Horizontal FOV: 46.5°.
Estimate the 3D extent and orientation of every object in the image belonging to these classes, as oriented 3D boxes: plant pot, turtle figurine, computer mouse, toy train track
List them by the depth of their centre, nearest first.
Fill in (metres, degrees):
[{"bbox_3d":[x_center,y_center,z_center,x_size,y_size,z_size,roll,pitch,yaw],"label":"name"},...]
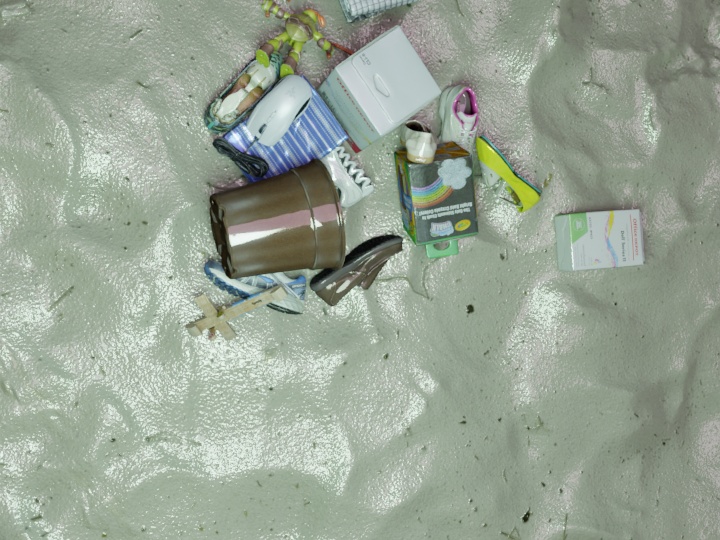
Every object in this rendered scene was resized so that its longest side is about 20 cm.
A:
[{"bbox_3d":[-0.151,-0.080,1.460,0.197,0.200,0.201,-13,93,-18],"label":"plant pot"},{"bbox_3d":[-0.167,-0.266,1.496,0.110,0.044,0.200,39,101,-1],"label":"computer mouse"},{"bbox_3d":[-0.223,0.078,1.498,0.199,0.033,0.115,-23,125,13],"label":"toy train track"},{"bbox_3d":[-0.110,-0.425,1.536,0.200,0.064,0.162,36,62,-15],"label":"turtle figurine"}]

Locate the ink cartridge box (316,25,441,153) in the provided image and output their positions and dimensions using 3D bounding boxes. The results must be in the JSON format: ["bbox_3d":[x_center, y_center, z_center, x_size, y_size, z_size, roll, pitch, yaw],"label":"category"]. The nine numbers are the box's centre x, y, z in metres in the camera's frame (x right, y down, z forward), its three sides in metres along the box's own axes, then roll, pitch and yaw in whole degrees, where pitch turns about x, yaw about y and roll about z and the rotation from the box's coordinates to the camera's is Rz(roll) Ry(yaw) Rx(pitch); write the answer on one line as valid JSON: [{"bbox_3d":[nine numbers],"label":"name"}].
[{"bbox_3d":[0.027,-0.323,1.520,0.144,0.200,0.146,-37,98,-11],"label":"ink cartridge box"}]

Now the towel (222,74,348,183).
[{"bbox_3d":[-0.141,-0.241,1.528,0.200,0.024,0.145,-35,93,12],"label":"towel"}]

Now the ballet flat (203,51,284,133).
[{"bbox_3d":[-0.206,-0.330,1.532,0.074,0.074,0.200,40,81,-10],"label":"ballet flat"}]

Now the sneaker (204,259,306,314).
[{"bbox_3d":[-0.189,0.013,1.540,0.199,0.077,0.086,22,75,-20],"label":"sneaker"}]

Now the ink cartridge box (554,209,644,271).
[{"bbox_3d":[0.504,-0.064,1.704,0.199,0.067,0.118,-5,91,-14],"label":"ink cartridge box"}]

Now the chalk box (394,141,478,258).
[{"bbox_3d":[0.143,-0.124,1.569,0.124,0.124,0.201,-9,111,-6],"label":"chalk box"}]

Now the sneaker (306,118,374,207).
[{"bbox_3d":[-0.061,-0.206,1.568,0.081,0.075,0.200,-39,98,-2],"label":"sneaker"}]

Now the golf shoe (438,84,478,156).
[{"bbox_3d":[0.191,-0.261,1.617,0.075,0.091,0.201,-3,92,-14],"label":"golf shoe"}]

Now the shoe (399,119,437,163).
[{"bbox_3d":[0.110,-0.246,1.525,0.069,0.200,0.054,2,112,-2],"label":"shoe"}]

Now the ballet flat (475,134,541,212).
[{"bbox_3d":[0.278,-0.180,1.634,0.200,0.067,0.067,37,98,-32],"label":"ballet flat"}]

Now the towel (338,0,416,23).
[{"bbox_3d":[0.017,-0.581,1.581,0.165,0.086,0.201,-21,93,-14],"label":"towel"}]

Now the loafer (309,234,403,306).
[{"bbox_3d":[0.000,0.000,1.586,0.199,0.073,0.071,-31,107,-7],"label":"loafer"}]
